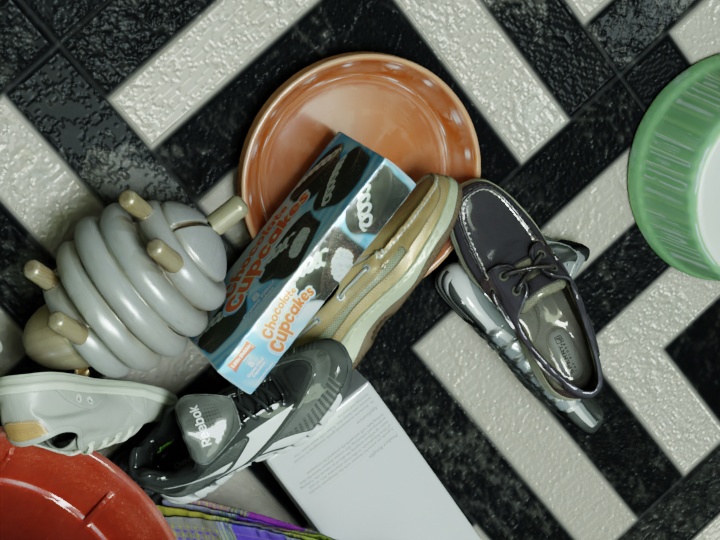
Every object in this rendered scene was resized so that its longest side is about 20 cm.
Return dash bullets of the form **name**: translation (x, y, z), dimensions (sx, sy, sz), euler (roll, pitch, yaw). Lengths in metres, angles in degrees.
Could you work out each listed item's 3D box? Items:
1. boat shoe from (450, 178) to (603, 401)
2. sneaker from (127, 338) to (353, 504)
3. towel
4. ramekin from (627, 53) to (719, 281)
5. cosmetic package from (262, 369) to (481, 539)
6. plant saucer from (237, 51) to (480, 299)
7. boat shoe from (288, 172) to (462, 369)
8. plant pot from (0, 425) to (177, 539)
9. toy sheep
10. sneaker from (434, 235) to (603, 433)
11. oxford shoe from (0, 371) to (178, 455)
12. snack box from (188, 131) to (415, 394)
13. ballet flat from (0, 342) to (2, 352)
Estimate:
- **boat shoe**: translation (0.137, 0.015, 1.687), dimensions (0.072, 0.065, 0.200), euler (-30, 98, -12)
- **sneaker**: translation (-0.096, 0.116, 1.623), dimensions (0.200, 0.066, 0.090), euler (-33, 160, 17)
- **towel**: translation (-0.079, 0.258, 1.680), dimensions (0.023, 0.200, 0.144), euler (-26, 116, -45)
- **ramekin**: translation (0.333, -0.077, 1.777), dimensions (0.200, 0.098, 0.200), euler (-5, 107, -19)
- **cosmetic package**: translation (0.005, 0.181, 1.736), dimensions (0.108, 0.085, 0.200), euler (-36, 115, -7)
- **plant saucer**: translation (-0.002, -0.075, 1.690), dimensions (0.200, 0.032, 0.200), euler (-5, 106, -18)
- **boat shoe**: translation (0.000, 0.000, 1.661), dimensions (0.076, 0.072, 0.200), euler (34, 92, -13)
- **plant pot**: translation (-0.265, 0.254, 1.585), dimensions (0.201, 0.201, 0.195), euler (30, 118, -25)
- **toy sheep**: translation (-0.168, 0.008, 1.596), dimensions (0.200, 0.138, 0.138), euler (-32, 114, 8)
- **sneaker**: translation (0.163, 0.038, 1.762), dimensions (0.115, 0.075, 0.200), euler (-46, 114, -6)
- **oxford shoe**: translation (-0.205, 0.111, 1.605), dimensions (0.200, 0.075, 0.058), euler (11, 70, -61)
- **snack box**: translation (-0.049, -0.008, 1.610), dimensions (0.037, 0.116, 0.200), euler (38, 90, -22)
- **ballet flat**: translation (-0.305, 0.077, 1.609), dimensions (0.072, 0.072, 0.200), euler (-1, 105, -20)
